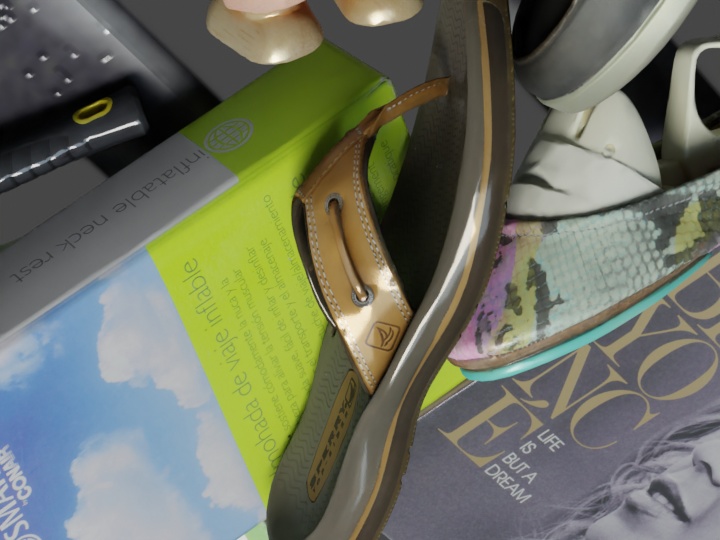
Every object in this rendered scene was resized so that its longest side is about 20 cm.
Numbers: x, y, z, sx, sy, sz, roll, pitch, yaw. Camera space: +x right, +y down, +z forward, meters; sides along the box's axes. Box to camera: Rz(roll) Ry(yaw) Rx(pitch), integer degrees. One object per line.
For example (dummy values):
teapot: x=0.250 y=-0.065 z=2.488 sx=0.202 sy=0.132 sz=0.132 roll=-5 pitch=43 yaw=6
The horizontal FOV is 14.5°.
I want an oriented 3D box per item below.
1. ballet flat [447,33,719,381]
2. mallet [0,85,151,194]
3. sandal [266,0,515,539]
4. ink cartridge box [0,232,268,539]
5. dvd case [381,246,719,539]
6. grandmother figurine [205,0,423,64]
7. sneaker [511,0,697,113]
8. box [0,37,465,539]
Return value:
ballet flat: x=0.101 y=-0.035 z=0.893 sx=0.199 sy=0.069 sz=0.071 roll=-24 pitch=112 yaw=-22
mallet: x=-0.159 y=-0.006 z=0.896 sx=0.199 sy=0.066 sz=0.041 roll=-19 pitch=128 yaw=7
sandal: x=0.000 y=0.000 z=0.860 sx=0.054 sy=0.082 sz=0.201 roll=15 pitch=113 yaw=-16
ink cartridge box: x=-0.144 y=0.075 z=0.975 sx=0.199 sy=0.048 sz=0.146 roll=-21 pitch=129 yaw=8
dvd case: x=0.107 y=0.060 z=1.024 sx=0.200 sy=0.016 sz=0.149 roll=-35 pitch=125 yaw=19
grandmother figurine: x=-0.030 y=-0.157 z=0.804 sx=0.121 sy=0.061 sz=0.201 roll=-27 pitch=131 yaw=-23
sneaker: x=0.064 y=-0.147 z=0.819 sx=0.106 sy=0.075 sz=0.201 roll=17 pitch=115 yaw=-17
box: x=-0.061 y=0.031 z=0.899 sx=0.200 sy=0.048 sz=0.122 roll=-35 pitch=129 yaw=-16
